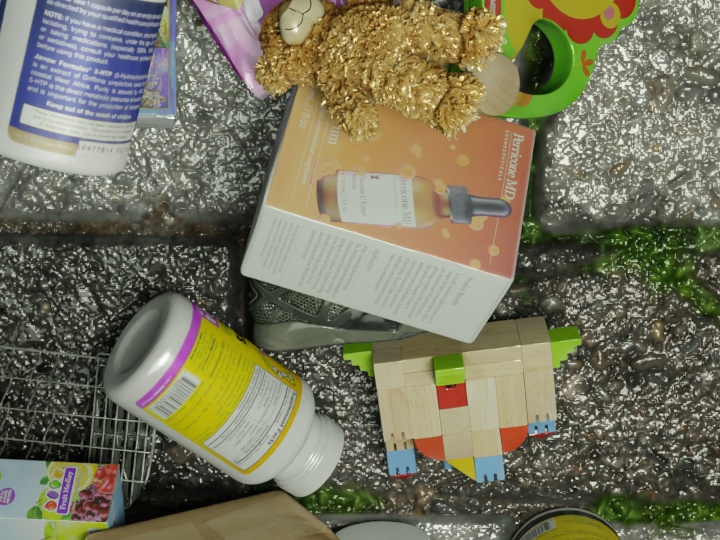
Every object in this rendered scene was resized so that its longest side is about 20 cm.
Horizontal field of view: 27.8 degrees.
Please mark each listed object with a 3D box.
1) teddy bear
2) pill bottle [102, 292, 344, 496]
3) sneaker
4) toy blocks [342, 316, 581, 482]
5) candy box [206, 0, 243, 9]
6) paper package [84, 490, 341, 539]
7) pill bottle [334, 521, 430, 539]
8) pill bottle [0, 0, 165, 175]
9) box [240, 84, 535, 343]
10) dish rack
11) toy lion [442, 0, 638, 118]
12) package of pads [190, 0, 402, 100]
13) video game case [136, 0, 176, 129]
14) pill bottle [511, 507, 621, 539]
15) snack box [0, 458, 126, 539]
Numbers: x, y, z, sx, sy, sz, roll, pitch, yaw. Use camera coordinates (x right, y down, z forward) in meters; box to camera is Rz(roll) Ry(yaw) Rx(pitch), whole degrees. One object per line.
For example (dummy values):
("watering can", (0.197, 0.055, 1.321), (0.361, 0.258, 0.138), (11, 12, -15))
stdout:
("teddy bear", (0.010, -0.165, 1.077), (0.200, 0.067, 0.146), (34, 98, 22))
("pill bottle", (-0.110, 0.111, 1.225), (0.200, 0.104, 0.104), (37, 100, -26))
("sneaker", (0.000, 0.000, 1.228), (0.198, 0.076, 0.115), (-5, 109, 6))
("toy blocks", (0.092, 0.120, 1.256), (0.199, 0.100, 0.138), (-8, 114, 2))
("candy box", (-0.116, -0.313, 1.122), (0.115, 0.055, 0.201), (17, 79, 9))
("paper package", (-0.134, 0.301, 1.220), (0.199, 0.103, 0.192), (-7, 120, -39))
("pill bottle", (0.019, 0.331, 1.281), (0.113, 0.114, 0.201), (-2, 103, 0))
("pill bottle", (-0.203, -0.180, 1.041), (0.119, 0.120, 0.201), (16, 103, -4))
("box", (0.023, -0.055, 1.160), (0.199, 0.153, 0.107), (16, 147, -7))
("dish rack", (-0.276, 0.129, 1.268), (0.199, 0.055, 0.154), (7, 104, -4))
("toy lion", (0.148, -0.221, 1.154), (0.191, 0.069, 0.202), (-2, 95, -32))
("package of pads", (-0.033, -0.240, 1.175), (0.199, 0.076, 0.121), (-32, 98, 6))
("video game case", (-0.236, -0.214, 1.151), (0.180, 0.045, 0.201), (1, 82, -8))
("pill bottle", (0.186, 0.288, 1.228), (0.113, 0.200, 0.115), (0, 103, 0))
("snack box", (-0.302, 0.236, 1.245), (0.198, 0.068, 0.169), (3, 134, 1))
